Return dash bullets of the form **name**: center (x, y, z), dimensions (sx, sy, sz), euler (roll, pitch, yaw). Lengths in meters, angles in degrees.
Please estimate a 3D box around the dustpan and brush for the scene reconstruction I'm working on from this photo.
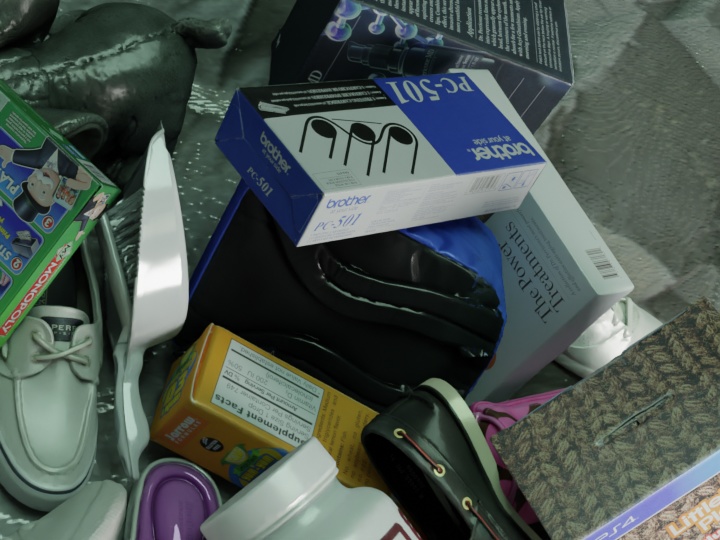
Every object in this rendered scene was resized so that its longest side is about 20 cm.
- **dustpan and brush**: center (-0.139, 0.027, 0.885), dimensions (0.057, 0.140, 0.202), euler (-10, 78, -22)

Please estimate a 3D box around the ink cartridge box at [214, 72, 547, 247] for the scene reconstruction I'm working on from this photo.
- **ink cartridge box**: center (0.017, -0.074, 0.886), dimensions (0.199, 0.044, 0.094), euler (-11, 52, -44)

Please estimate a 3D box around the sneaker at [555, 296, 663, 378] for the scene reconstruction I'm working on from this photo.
- **sneaker**: center (0.170, 0.023, 1.101), dimensions (0.199, 0.089, 0.076), euler (22, 45, -14)

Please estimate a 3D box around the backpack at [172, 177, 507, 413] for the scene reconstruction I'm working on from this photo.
- **backpack**: center (0.000, 0.000, 0.966), dimensions (0.199, 0.163, 0.168), euler (26, 30, -8)

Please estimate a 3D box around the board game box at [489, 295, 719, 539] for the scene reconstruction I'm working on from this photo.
- **board game box**: center (0.199, 0.145, 0.897), dimensions (0.200, 0.159, 0.097), euler (55, 3, -44)

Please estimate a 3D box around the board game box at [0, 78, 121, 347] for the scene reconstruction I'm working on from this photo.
- **board game box**: center (-0.257, -0.060, 0.868), dimensions (0.200, 0.135, 0.029), euler (42, 8, 16)

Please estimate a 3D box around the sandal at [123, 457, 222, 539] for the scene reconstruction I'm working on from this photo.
- **sandal**: center (-0.102, 0.194, 0.827), dimensions (0.082, 0.050, 0.204), euler (5, 51, -28)

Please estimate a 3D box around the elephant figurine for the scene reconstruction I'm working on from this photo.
- **elephant figurine**: center (-0.212, -0.110, 0.930), dimensions (0.141, 0.156, 0.199), euler (30, 26, 32)

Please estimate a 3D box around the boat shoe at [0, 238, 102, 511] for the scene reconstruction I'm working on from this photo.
- **boat shoe**: center (-0.189, 0.046, 0.882), dimensions (0.071, 0.066, 0.201), euler (13, 50, -22)

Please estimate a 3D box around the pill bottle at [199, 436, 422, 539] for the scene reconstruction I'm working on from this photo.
- **pill bottle**: center (0.001, 0.200, 0.820), dimensions (0.201, 0.113, 0.113), euler (53, 46, 1)

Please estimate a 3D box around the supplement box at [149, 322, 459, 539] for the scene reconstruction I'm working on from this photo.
- **supplement box**: center (-0.031, 0.115, 0.909), dimensions (0.199, 0.067, 0.069), euler (31, 47, -15)

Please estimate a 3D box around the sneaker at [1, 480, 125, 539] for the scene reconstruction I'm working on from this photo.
- **sneaker**: center (-0.203, 0.174, 0.765), dimensions (0.088, 0.076, 0.200), euler (29, 46, 9)

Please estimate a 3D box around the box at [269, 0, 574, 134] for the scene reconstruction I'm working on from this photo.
- **box**: center (0.045, -0.166, 1.134), dimensions (0.198, 0.149, 0.108), euler (17, 48, -18)

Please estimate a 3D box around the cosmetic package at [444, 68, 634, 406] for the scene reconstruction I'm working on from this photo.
- **cosmetic package**: center (0.084, -0.021, 1.038), dimensions (0.051, 0.151, 0.201), euler (-8, 59, -46)

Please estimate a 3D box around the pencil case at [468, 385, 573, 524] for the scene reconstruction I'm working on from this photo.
- **pencil case**: center (0.148, 0.122, 1.012), dimensions (0.199, 0.090, 0.095), euler (-8, 95, -38)

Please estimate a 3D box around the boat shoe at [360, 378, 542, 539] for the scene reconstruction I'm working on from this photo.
- **boat shoe**: center (0.070, 0.166, 0.861), dimensions (0.063, 0.074, 0.202), euler (-30, 88, -29)
